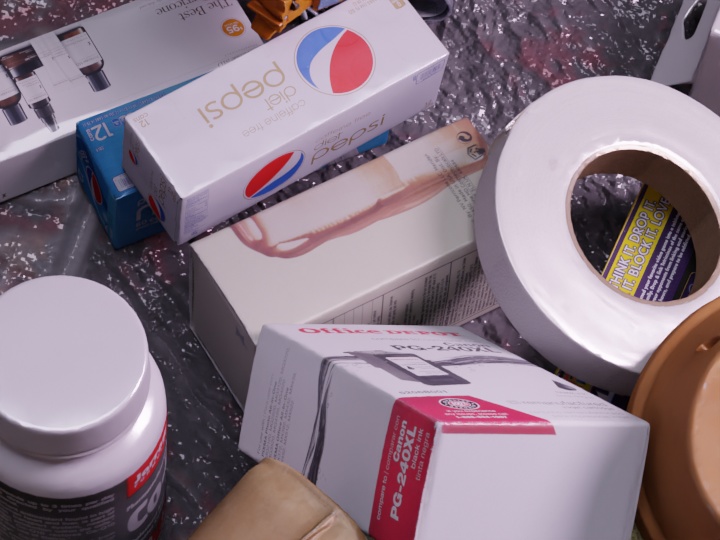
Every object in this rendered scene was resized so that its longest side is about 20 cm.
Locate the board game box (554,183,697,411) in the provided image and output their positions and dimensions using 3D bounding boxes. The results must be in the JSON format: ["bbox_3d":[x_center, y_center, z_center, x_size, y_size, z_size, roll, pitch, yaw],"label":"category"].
[{"bbox_3d":[0.222,0.045,1.526,0.165,0.057,0.200,23,61,10],"label":"board game box"}]

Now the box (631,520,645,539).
[{"bbox_3d":[0.188,0.151,1.424,0.199,0.050,0.075,-22,80,3],"label":"box"}]

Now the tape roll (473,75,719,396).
[{"bbox_3d":[0.165,-0.022,1.476,0.202,0.037,0.203,8,63,-17],"label":"tape roll"}]

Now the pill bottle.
[{"bbox_3d":[-0.166,0.094,1.379,0.113,0.200,0.114,2,60,-4],"label":"pill bottle"}]

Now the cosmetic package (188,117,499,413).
[{"bbox_3d":[0.000,0.000,1.508,0.200,0.103,0.087,-25,63,-20],"label":"cosmetic package"}]

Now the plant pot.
[{"bbox_3d":[0.243,0.095,1.331,0.199,0.140,0.201,-1,81,5],"label":"plant pot"}]

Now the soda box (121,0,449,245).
[{"bbox_3d":[-0.046,-0.099,1.506,0.200,0.064,0.068,-30,71,-20],"label":"soda box"}]

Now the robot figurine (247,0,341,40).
[{"bbox_3d":[-0.029,-0.232,1.541,0.145,0.058,0.200,36,50,15],"label":"robot figurine"}]

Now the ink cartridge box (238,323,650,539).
[{"bbox_3d":[0.043,0.093,1.378,0.145,0.084,0.200,2,14,-32],"label":"ink cartridge box"}]

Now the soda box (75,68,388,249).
[{"bbox_3d":[-0.080,-0.088,1.572,0.199,0.068,0.064,-22,66,-17],"label":"soda box"}]

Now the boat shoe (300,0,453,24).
[{"bbox_3d":[-0.027,-0.197,1.617,0.199,0.072,0.068,6,55,-33],"label":"boat shoe"}]

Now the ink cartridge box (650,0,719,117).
[{"bbox_3d":[0.303,-0.142,1.604,0.199,0.125,0.129,20,60,6],"label":"ink cartridge box"}]

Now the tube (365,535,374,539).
[{"bbox_3d":[0.071,0.182,1.393,0.200,0.058,0.052,19,91,35],"label":"tube"}]

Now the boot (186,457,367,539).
[{"bbox_3d":[-0.057,0.212,1.258,0.175,0.066,0.200,40,63,18],"label":"boot"}]

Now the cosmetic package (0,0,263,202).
[{"bbox_3d":[-0.164,-0.122,1.595,0.200,0.051,0.083,-24,65,-18],"label":"cosmetic package"}]
